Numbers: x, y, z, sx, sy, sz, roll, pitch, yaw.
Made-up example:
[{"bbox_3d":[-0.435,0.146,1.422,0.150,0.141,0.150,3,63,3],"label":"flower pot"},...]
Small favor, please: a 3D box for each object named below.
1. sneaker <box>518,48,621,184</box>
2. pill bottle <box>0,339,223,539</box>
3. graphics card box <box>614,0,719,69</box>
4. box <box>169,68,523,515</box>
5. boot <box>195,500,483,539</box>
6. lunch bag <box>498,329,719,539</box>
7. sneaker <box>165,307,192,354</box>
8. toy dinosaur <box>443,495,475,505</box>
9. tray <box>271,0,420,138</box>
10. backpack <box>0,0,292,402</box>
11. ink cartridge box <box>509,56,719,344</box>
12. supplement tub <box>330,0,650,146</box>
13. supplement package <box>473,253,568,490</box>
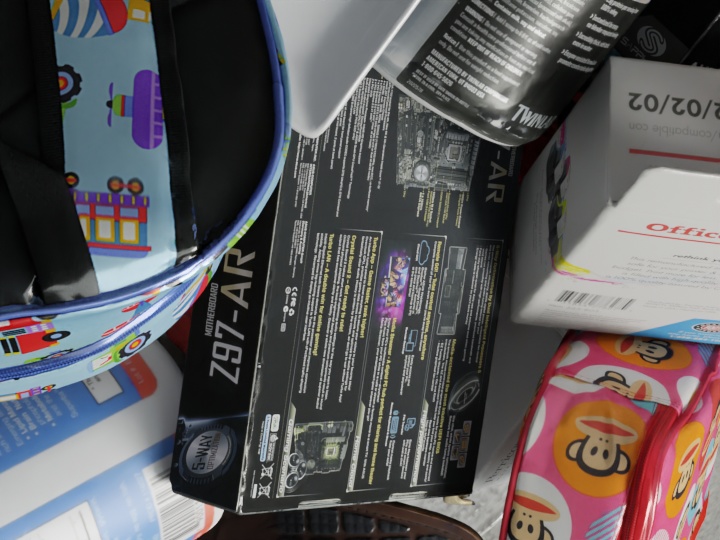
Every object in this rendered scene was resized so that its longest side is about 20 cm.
[{"bbox_3d":[0.116,-0.084,0.968,0.095,0.079,0.201,-27,150,-31],"label":"sneaker"},{"bbox_3d":[-0.167,0.107,0.834,0.199,0.112,0.113,-27,150,-26],"label":"pill bottle"},{"bbox_3d":[0.155,-0.186,0.814,0.200,0.126,0.051,-53,153,19],"label":"graphics card box"},{"bbox_3d":[0.000,0.000,0.850,0.160,0.043,0.201,2,98,-49],"label":"box"},{"bbox_3d":[-0.025,0.129,0.935,0.097,0.199,0.075,-25,111,-69],"label":"boot"},{"bbox_3d":[0.120,0.111,0.942,0.200,0.081,0.177,-43,146,-60],"label":"lunch bag"},{"bbox_3d":[-0.007,-0.014,0.936,0.200,0.078,0.116,-12,130,-56],"label":"sneaker"},{"bbox_3d":[0.064,0.087,1.202,0.200,0.058,0.102,-16,130,-55],"label":"toy dinosaur"},{"bbox_3d":[-0.002,-0.155,0.700,0.200,0.107,0.022,-52,-173,19],"label":"tray"},{"bbox_3d":[-0.108,-0.046,0.544,0.181,0.201,0.135,-10,146,-12],"label":"backpack"},{"bbox_3d":[0.141,-0.031,0.822,0.114,0.068,0.200,6,161,-9],"label":"ink cartridge box"},{"bbox_3d":[0.079,-0.159,0.755,0.200,0.123,0.122,-51,152,18],"label":"supplement tub"},{"bbox_3d":[0.113,0.037,1.110,0.199,0.110,0.114,-6,137,-50],"label":"supplement package"}]
